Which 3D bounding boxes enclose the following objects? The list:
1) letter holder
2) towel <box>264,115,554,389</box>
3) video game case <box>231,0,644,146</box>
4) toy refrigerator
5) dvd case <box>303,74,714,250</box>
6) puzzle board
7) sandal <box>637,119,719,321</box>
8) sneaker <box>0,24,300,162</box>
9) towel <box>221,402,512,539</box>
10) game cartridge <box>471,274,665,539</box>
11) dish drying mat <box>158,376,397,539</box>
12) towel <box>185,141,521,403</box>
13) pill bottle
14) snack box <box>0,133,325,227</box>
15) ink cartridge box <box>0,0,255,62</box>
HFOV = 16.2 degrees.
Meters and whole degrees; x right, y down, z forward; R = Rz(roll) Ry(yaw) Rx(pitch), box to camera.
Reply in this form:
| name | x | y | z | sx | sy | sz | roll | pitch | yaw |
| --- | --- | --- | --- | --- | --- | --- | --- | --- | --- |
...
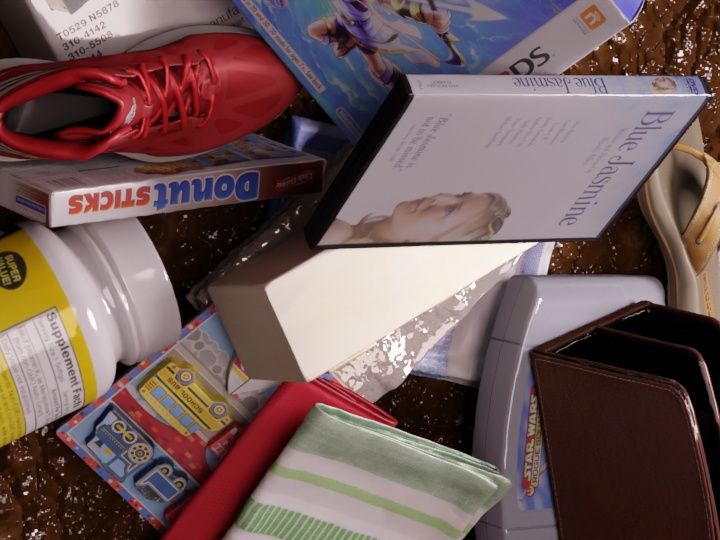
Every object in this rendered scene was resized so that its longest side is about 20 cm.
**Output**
| name | x | y | z | sx | sy | sz | roll | pitch | yaw |
| --- | --- | --- | --- | --- | --- | --- | --- | --- | --- |
| letter holder | 0.202 | 0.137 | 1.581 | 0.100 | 0.142 | 0.201 | -22 | 111 | -33 |
| towel | 0.031 | -0.007 | 1.599 | 0.200 | 0.024 | 0.147 | 13 | 91 | -24 |
| video game case | 0.024 | -0.170 | 1.390 | 0.181 | 0.045 | 0.200 | -35 | 102 | 31 |
| toy refrigerator | 0.018 | -0.006 | 1.494 | 0.200 | 0.076 | 0.070 | -30 | 104 | -27 |
| dvd case | 0.082 | -0.060 | 1.416 | 0.200 | 0.143 | 0.018 | -2 | 56 | -30 |
| puzzle board | -0.063 | 0.119 | 1.541 | 0.151 | 0.017 | 0.200 | -38 | 113 | 15 |
| sandal | 0.225 | -0.029 | 1.647 | 0.080 | 0.054 | 0.200 | -36 | 117 | -53 |
| sneaker | -0.114 | -0.086 | 1.383 | 0.200 | 0.116 | 0.079 | -13 | 105 | -18 |
| towel | -0.017 | 0.180 | 1.546 | 0.152 | 0.023 | 0.200 | 21 | 115 | -31 |
| game cartridge | 0.132 | 0.103 | 1.633 | 0.133 | 0.041 | 0.201 | -2 | 99 | -42 |
| dish drying mat | -0.067 | 0.147 | 1.536 | 0.077 | 0.018 | 0.200 | 31 | 108 | -22 |
| towel | 0.000 | 0.000 | 1.555 | 0.200 | 0.034 | 0.133 | -45 | 111 | -13 |
| pill bottle | -0.211 | 0.041 | 1.449 | 0.200 | 0.114 | 0.115 | -26 | 106 | -19 |
| snack box | -0.118 | -0.054 | 1.467 | 0.200 | 0.072 | 0.024 | -9 | 111 | -41 |
| ink cartridge box | -0.146 | -0.192 | 1.463 | 0.146 | 0.084 | 0.200 | -34 | 110 | -15 |
